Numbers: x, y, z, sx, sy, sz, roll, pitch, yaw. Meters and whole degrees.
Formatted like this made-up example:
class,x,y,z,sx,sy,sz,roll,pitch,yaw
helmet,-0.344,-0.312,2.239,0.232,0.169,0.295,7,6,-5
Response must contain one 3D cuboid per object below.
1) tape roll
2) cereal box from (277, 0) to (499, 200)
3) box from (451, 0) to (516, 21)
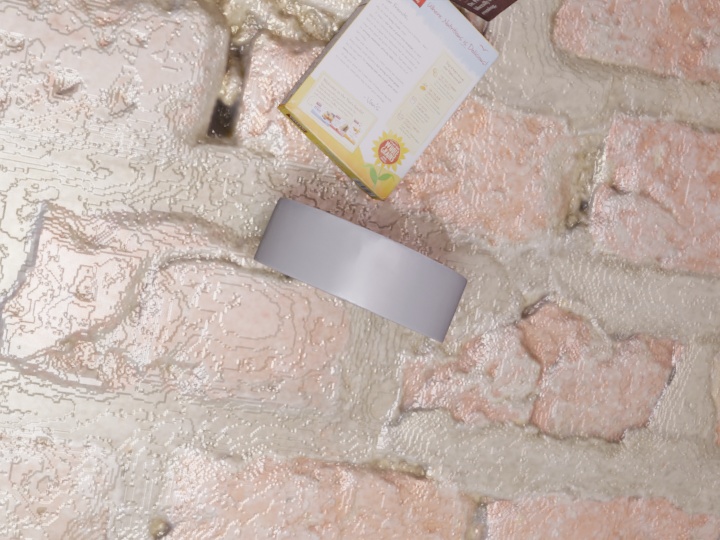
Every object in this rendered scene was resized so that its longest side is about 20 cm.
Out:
class,x,y,z,sx,sy,sz,roll,pitch,yaw
tape roll,0.000,0.000,1.038,0.198,0.200,0.067,24,89,-19
cereal box,0.030,-0.194,1.112,0.144,0.039,0.201,42,81,-18
box,0.103,-0.376,1.033,0.198,0.165,0.167,25,72,-19
